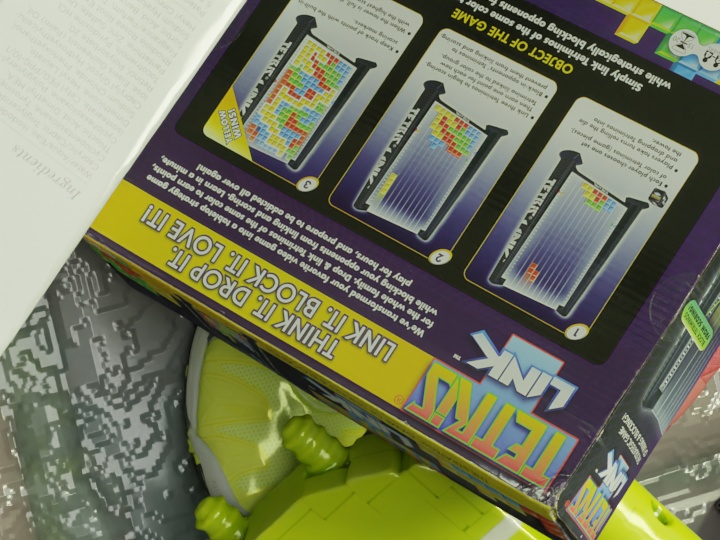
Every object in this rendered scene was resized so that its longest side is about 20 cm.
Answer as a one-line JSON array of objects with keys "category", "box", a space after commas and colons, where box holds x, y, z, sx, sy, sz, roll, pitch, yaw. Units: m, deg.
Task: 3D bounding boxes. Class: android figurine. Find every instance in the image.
[{"category": "android figurine", "box": [0.032, 0.132, 0.911, 0.200, 0.041, 0.182, 40, 112, -12]}]

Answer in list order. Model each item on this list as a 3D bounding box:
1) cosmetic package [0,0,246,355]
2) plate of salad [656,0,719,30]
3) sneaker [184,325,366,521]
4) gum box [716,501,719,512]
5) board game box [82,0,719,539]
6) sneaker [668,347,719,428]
[{"category": "cosmetic package", "box": [-0.111, -0.060, 0.874, 0.074, 0.102, 0.200, 38, 76, -15]}, {"category": "plate of salad", "box": [0.149, -0.068, 0.967, 0.200, 0.048, 0.200, 13, 51, -17]}, {"category": "sneaker", "box": [0.000, 0.000, 0.926, 0.075, 0.076, 0.200, 28, 82, -19]}, {"category": "gum box", "box": [0.244, 0.050, 0.948, 0.170, 0.200, 0.045, -45, 104, -14]}, {"category": "board game box", "box": [0.033, -0.026, 0.860, 0.200, 0.057, 0.165, 30, 81, 26]}, {"category": "sneaker", "box": [0.110, 0.017, 0.980, 0.074, 0.087, 0.200, 38, 54, 27]}]
